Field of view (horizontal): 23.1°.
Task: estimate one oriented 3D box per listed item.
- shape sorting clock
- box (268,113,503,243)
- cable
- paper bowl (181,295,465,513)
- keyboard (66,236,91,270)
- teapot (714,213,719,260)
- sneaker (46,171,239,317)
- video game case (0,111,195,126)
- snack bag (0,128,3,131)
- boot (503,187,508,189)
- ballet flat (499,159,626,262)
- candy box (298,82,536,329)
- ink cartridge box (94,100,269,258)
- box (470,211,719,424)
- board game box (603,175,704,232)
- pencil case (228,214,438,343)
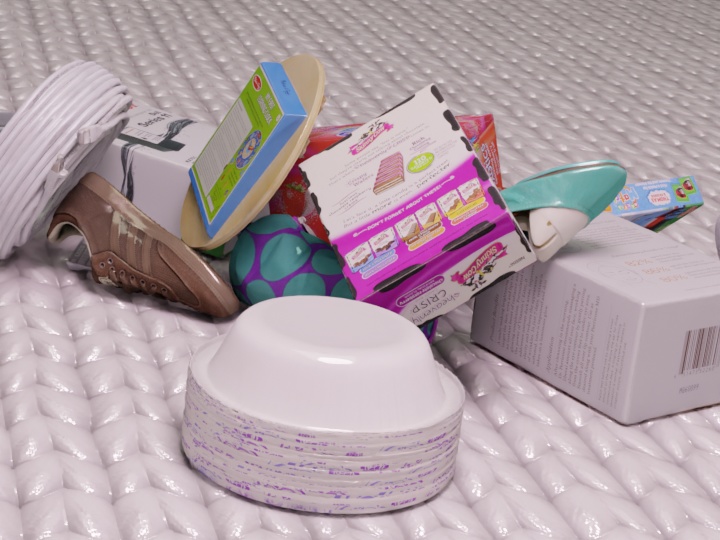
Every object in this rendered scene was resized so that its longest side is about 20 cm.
[{"bbox_3d":[-0.094,-0.104,1.545,0.039,0.200,0.200,29,9,-23],"label":"shape sorting clock"},{"bbox_3d":[0.020,-0.081,1.584,0.199,0.100,0.095,-1,12,30],"label":"box"},{"bbox_3d":[-0.285,-0.098,1.583,0.069,0.200,0.200,39,28,-4],"label":"cable"},{"bbox_3d":[-0.024,0.086,1.256,0.200,0.105,0.201,7,17,-2],"label":"paper bowl"},{"bbox_3d":[-0.235,-0.031,1.685,0.056,0.011,0.200,7,18,0],"label":"keyboard"},{"bbox_3d":[0.431,-0.004,1.648,0.199,0.147,0.197,-13,-10,6],"label":"teapot"},{"bbox_3d":[-0.193,-0.004,1.549,0.200,0.076,0.070,38,-7,27],"label":"sneaker"},{"bbox_3d":[-0.305,-0.169,2.005,0.199,0.018,0.143,0,4,-26],"label":"video game case"},{"bbox_3d":[-0.349,-0.121,1.905,0.188,0.021,0.200,1,18,-15],"label":"snack bag"},{"bbox_3d":[0.117,-0.060,1.814,0.144,0.073,0.200,13,15,15],"label":"boot"},{"bbox_3d":[0.126,-0.035,1.445,0.199,0.071,0.067,-12,-28,17],"label":"ballet flat"},{"bbox_3d":[0.041,-0.048,1.401,0.136,0.061,0.200,-30,39,6],"label":"candy box"},{"bbox_3d":[-0.189,-0.095,1.749,0.199,0.083,0.147,18,21,15],"label":"ink cartridge box"},{"bbox_3d":[0.216,0.035,1.489,0.152,0.107,0.200,-8,23,-35],"label":"box"},{"bbox_3d":[0.209,-0.037,1.683,0.200,0.037,0.151,-8,-18,-39],"label":"board game box"},{"bbox_3d":[-0.026,0.015,1.491,0.200,0.093,0.085,26,-7,42],"label":"pencil case"}]
